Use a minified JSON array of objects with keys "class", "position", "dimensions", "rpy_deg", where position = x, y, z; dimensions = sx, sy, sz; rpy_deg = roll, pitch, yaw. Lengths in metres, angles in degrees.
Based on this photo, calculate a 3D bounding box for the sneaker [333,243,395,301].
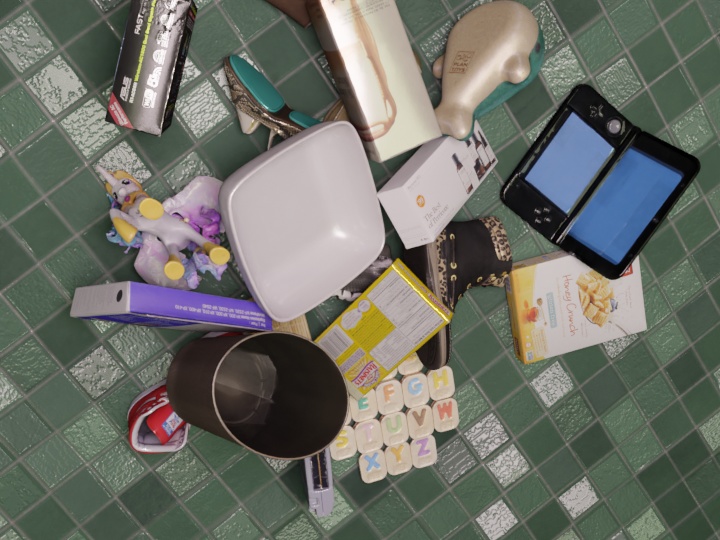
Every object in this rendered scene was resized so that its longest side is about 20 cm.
[{"class":"sneaker","position":[0.000,0.000,1.231],"dimensions":[0.198,0.066,0.091],"rpy_deg":[19,95,-21]}]

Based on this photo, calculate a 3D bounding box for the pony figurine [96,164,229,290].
[{"class":"pony figurine","position":[-0.228,-0.050,1.112],"dimensions":[0.192,0.200,0.167],"rpy_deg":[36,92,-32]}]

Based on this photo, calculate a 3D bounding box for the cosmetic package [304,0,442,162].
[{"class":"cosmetic package","position":[0.014,-0.239,1.086],"dimensions":[0.086,0.103,0.202],"rpy_deg":[-24,104,-7]}]

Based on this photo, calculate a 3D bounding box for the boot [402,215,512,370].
[{"class":"boot","position":[0.134,0.022,1.235],"dimensions":[0.149,0.073,0.203],"rpy_deg":[-9,92,-34]}]

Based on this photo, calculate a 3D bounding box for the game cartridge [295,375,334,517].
[{"class":"game cartridge","position":[-0.068,0.203,1.210],"dimensions":[0.040,0.133,0.203],"rpy_deg":[-9,106,-13]}]

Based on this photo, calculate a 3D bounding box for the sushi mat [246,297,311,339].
[{"class":"sushi mat","position":[-0.107,0.123,1.258],"dimensions":[0.095,0.012,0.202],"rpy_deg":[-17,107,-10]}]

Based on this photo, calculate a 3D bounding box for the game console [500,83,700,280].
[{"class":"game console","position":[0.323,-0.123,1.250],"dimensions":[0.175,0.116,0.201],"rpy_deg":[36,92,-19]}]

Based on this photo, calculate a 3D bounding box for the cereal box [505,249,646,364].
[{"class":"cereal box","position":[0.311,0.040,1.325],"dimensions":[0.198,0.040,0.146],"rpy_deg":[-15,106,-10]}]

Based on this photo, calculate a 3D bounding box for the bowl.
[{"class":"bowl","position":[-0.076,-0.063,1.088],"dimensions":[0.199,0.074,0.201],"rpy_deg":[-36,126,-27]}]

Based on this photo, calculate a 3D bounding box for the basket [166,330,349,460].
[{"class":"basket","position":[-0.140,0.139,1.085],"dimensions":[0.179,0.199,0.138],"rpy_deg":[23,76,-34]}]

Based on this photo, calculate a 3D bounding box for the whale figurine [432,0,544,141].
[{"class":"whale figurine","position":[0.159,-0.242,1.168],"dimensions":[0.104,0.158,0.202],"rpy_deg":[38,74,-41]}]

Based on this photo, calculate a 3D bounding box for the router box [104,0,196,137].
[{"class":"router box","position":[-0.233,-0.239,1.043],"dimensions":[0.061,0.200,0.152],"rpy_deg":[14,99,-11]}]

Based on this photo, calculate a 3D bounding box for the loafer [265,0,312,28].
[{"class":"loafer","position":[-0.068,-0.335,1.127],"dimensions":[0.197,0.073,0.072],"rpy_deg":[6,101,-15]}]

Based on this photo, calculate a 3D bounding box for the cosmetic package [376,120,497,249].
[{"class":"cosmetic package","position":[0.103,-0.119,1.173],"dimensions":[0.083,0.050,0.200],"rpy_deg":[57,46,-18]}]

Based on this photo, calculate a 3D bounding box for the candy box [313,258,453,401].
[{"class":"candy box","position":[0.021,0.081,1.196],"dimensions":[0.102,0.026,0.200],"rpy_deg":[43,125,-3]}]

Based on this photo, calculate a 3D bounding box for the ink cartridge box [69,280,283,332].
[{"class":"ink cartridge box","position":[-0.210,0.047,1.087],"dimensions":[0.197,0.199,0.044],"rpy_deg":[11,81,-40]}]

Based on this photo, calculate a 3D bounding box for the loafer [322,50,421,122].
[{"class":"loafer","position":[0.010,-0.205,1.180],"dimensions":[0.076,0.067,0.201],"rpy_deg":[31,94,-18]}]

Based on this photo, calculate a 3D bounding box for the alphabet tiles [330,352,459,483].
[{"class":"alphabet tiles","position":[0.044,0.202,1.307],"dimensions":[0.198,0.015,0.198],"rpy_deg":[-12,105,-14]}]

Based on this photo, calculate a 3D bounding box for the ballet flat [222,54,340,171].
[{"class":"ballet flat","position":[-0.104,-0.183,1.150],"dimensions":[0.199,0.068,0.076],"rpy_deg":[36,118,0]}]

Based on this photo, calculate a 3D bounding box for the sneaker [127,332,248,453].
[{"class":"sneaker","position":[-0.219,0.158,1.183],"dimensions":[0.200,0.113,0.071],"rpy_deg":[-41,108,2]}]
